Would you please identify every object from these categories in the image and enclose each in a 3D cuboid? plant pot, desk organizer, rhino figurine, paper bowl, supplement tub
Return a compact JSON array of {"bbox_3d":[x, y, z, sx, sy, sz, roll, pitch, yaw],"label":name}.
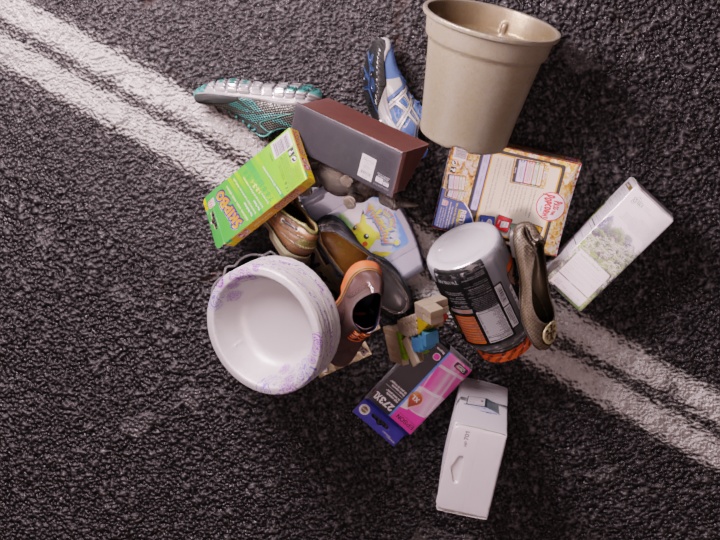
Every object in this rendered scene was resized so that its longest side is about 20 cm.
[{"bbox_3d":[0.169,-0.275,1.547,0.200,0.201,0.184,14,116,3],"label":"plant pot"},{"bbox_3d":[-0.003,-0.186,1.574,0.200,0.077,0.072,29,121,28],"label":"desk organizer"},{"bbox_3d":[-0.006,-0.131,1.608,0.199,0.087,0.060,18,116,15],"label":"rhino figurine"},{"bbox_3d":[-0.122,0.076,1.600,0.200,0.104,0.201,9,111,25],"label":"paper bowl"},{"bbox_3d":[0.190,0.036,1.629,0.122,0.123,0.200,-21,121,11],"label":"supplement tub"}]

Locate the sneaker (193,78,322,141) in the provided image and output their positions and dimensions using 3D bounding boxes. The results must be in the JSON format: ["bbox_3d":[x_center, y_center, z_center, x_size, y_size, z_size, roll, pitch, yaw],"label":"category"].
[{"bbox_3d":[-0.161,-0.244,1.643,0.199,0.078,0.092,7,109,6],"label":"sneaker"}]

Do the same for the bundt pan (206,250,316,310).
[{"bbox_3d":[-0.138,0.058,1.707,0.201,0.076,0.203,2,105,7],"label":"bundt pan"}]

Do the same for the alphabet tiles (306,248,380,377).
[{"bbox_3d":[-0.070,0.071,1.746,0.166,0.006,0.200,-26,100,11],"label":"alphabet tiles"}]

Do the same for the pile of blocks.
[{"bbox_3d":[0.101,0.095,1.645,0.062,0.200,0.082,-17,78,-23],"label":"pile of blocks"}]

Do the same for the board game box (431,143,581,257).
[{"bbox_3d":[0.223,-0.118,1.642,0.199,0.046,0.152,14,106,3],"label":"board game box"}]

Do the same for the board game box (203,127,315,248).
[{"bbox_3d":[-0.156,-0.119,1.605,0.200,0.030,0.096,-33,61,27],"label":"board game box"}]

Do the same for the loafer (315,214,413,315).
[{"bbox_3d":[0.000,0.000,1.646,0.200,0.072,0.073,40,101,-6],"label":"loafer"}]

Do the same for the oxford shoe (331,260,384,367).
[{"bbox_3d":[-0.012,0.082,1.617,0.071,0.073,0.200,2,129,-18],"label":"oxford shoe"}]

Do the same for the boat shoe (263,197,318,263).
[{"bbox_3d":[-0.124,-0.101,1.639,0.200,0.072,0.068,50,126,26],"label":"boat shoe"}]

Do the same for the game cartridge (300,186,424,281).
[{"bbox_3d":[0.011,-0.062,1.686,0.133,0.040,0.200,-31,99,7],"label":"game cartridge"}]

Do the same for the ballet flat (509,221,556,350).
[{"bbox_3d":[0.265,0.024,1.590,0.046,0.067,0.201,-4,103,36],"label":"ballet flat"}]

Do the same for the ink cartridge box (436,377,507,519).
[{"bbox_3d":[0.176,0.274,1.669,0.086,0.200,0.147,12,106,3],"label":"ink cartridge box"}]

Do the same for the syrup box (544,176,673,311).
[{"bbox_3d":[0.374,-0.041,1.627,0.079,0.081,0.200,42,105,-4],"label":"syrup box"}]

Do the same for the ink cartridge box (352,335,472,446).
[{"bbox_3d":[0.083,0.197,1.748,0.095,0.037,0.200,41,107,-4],"label":"ink cartridge box"}]

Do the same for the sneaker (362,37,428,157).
[{"bbox_3d":[0.053,-0.255,1.624,0.077,0.076,0.201,-12,104,-13],"label":"sneaker"}]
